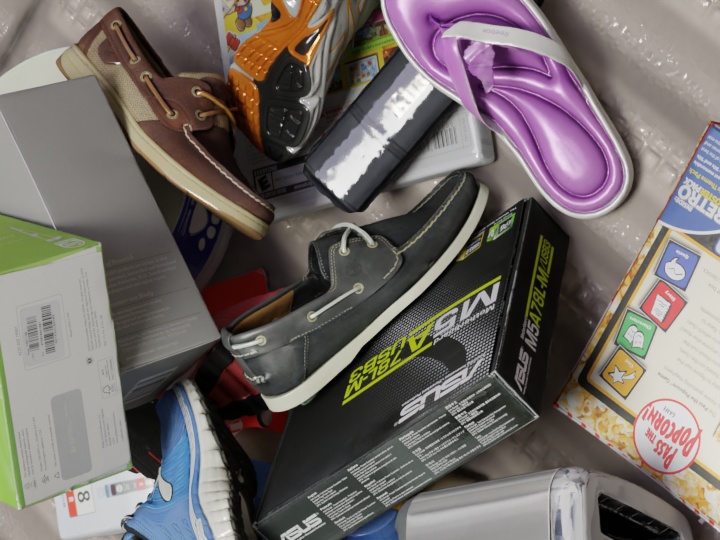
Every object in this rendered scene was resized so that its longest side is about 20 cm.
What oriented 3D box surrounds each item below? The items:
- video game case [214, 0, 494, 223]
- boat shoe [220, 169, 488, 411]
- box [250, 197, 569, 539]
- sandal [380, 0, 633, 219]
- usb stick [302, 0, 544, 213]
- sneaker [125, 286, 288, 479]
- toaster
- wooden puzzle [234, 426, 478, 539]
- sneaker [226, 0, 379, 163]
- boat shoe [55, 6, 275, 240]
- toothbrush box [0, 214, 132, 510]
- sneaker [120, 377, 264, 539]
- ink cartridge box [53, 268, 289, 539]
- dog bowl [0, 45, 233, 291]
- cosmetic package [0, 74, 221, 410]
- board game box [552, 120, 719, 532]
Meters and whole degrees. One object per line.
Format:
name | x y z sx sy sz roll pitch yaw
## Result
video game case | -0.009 -0.139 1.359 0.199 0.023 0.183 -14 80 35
boat shoe | 0.000 0.000 1.268 0.200 0.072 0.068 -42 105 -11
box | 0.033 0.065 1.232 0.200 0.193 0.048 -34 109 30
sandal | 0.094 -0.118 1.231 0.203 0.050 0.082 45 103 2
usb stick | 0.040 -0.122 1.285 0.055 0.033 0.200 46 106 17
sneaker | -0.104 0.076 1.373 0.200 0.087 0.074 -30 110 33
toaster | 0.109 0.179 1.160 0.129 0.200 0.114 -19 58 33
wooden puzzle | -0.046 0.179 1.273 0.185 0.200 0.046 10 138 31
sneaker | -0.024 -0.159 1.317 0.076 0.092 0.201 39 134 23
boat shoe | -0.117 -0.102 1.319 0.072 0.072 0.200 -47 62 2
toothbrush box | -0.236 0.046 1.242 0.200 0.086 0.146 16 116 50
sneaker | -0.113 0.144 1.248 0.089 0.079 0.200 -27 34 7
ink cartridge box | -0.143 0.098 1.427 0.199 0.050 0.163 -17 79 36
dog bowl | -0.192 -0.054 1.414 0.199 0.079 0.201 -5 76 20
cosmetic package | -0.182 -0.012 1.288 0.201 0.090 0.107 60 140 12
board game box | 0.222 0.037 1.174 0.151 0.046 0.201 38 109 30
